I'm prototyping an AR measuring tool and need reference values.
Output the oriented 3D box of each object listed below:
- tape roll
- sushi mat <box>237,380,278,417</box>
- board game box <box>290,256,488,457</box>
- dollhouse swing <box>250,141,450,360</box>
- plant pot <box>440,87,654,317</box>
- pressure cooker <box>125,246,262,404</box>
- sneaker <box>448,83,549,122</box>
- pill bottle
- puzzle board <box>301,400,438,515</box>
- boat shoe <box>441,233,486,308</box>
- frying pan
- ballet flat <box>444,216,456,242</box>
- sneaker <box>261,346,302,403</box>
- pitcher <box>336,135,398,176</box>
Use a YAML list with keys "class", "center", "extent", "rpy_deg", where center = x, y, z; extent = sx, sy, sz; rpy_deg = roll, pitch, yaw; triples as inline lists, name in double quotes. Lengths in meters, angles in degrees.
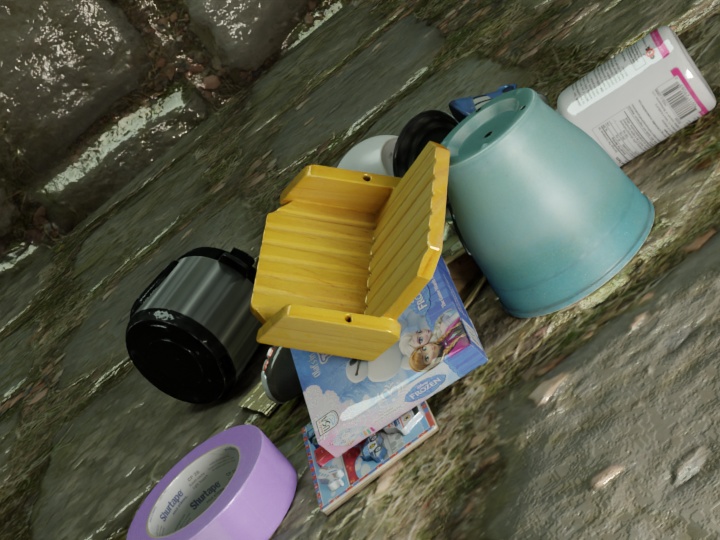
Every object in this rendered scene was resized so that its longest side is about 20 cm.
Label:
- class: "tape roll"
  center: [-0.168, 0.268, 1.427]
  extent: [0.200, 0.066, 0.200]
  rpy_deg: [-34, 20, 14]
- class: "sushi mat"
  center: [-0.079, 0.114, 1.677]
  extent: [0.200, 0.012, 0.096]
  rpy_deg: [-48, 20, -20]
- class: "board game box"
  center: [0.019, 0.072, 1.393]
  extent: [0.199, 0.043, 0.200]
  rpy_deg: [-35, 43, 14]
- class: "dollhouse swing"
  center: [-0.013, -0.039, 1.326]
  extent: [0.176, 0.181, 0.201]
  rpy_deg: [102, 176, -57]
- class: "plant pot"
  center: [0.182, -0.084, 1.371]
  extent: [0.200, 0.188, 0.200]
  rpy_deg: [-34, 21, 15]
- class: "pressure cooker"
  center: [-0.217, 0.068, 1.798]
  extent: [0.175, 0.179, 0.200]
  rpy_deg: [-4, 37, 35]
- class: "sneaker"
  center: [0.199, -0.225, 1.828]
  extent: [0.082, 0.074, 0.200]
  rpy_deg: [-42, 27, -13]
- class: "pill bottle"
  center: [0.302, -0.186, 1.486]
  extent: [0.200, 0.113, 0.113]
  rpy_deg: [-32, 21, 20]
- class: "puzzle board"
  center: [0.003, 0.172, 1.394]
  extent: [0.151, 0.017, 0.200]
  rpy_deg: [-38, 20, 5]
- class: "boat shoe"
  center: [0.098, 0.019, 1.471]
  extent: [0.063, 0.073, 0.200]
  rpy_deg: [-16, 29, 49]
- class: "frying pan"
  center: [0.108, -0.111, 1.481]
  extent: [0.190, 0.031, 0.115]
  rpy_deg: [44, 115, 35]
- class: "ballet flat"
  center: [0.080, -0.035, 1.644]
  extent: [0.071, 0.071, 0.200]
  rpy_deg: [-46, 20, -17]
- class: "sneaker"
  center: [-0.040, 0.088, 1.575]
  extent: [0.200, 0.077, 0.082]
  rpy_deg: [-46, 27, -15]
- class: "pitcher"
  center: [0.003, -0.099, 1.867]
  extent: [0.200, 0.121, 0.172]
  rpy_deg: [-33, 34, 51]
